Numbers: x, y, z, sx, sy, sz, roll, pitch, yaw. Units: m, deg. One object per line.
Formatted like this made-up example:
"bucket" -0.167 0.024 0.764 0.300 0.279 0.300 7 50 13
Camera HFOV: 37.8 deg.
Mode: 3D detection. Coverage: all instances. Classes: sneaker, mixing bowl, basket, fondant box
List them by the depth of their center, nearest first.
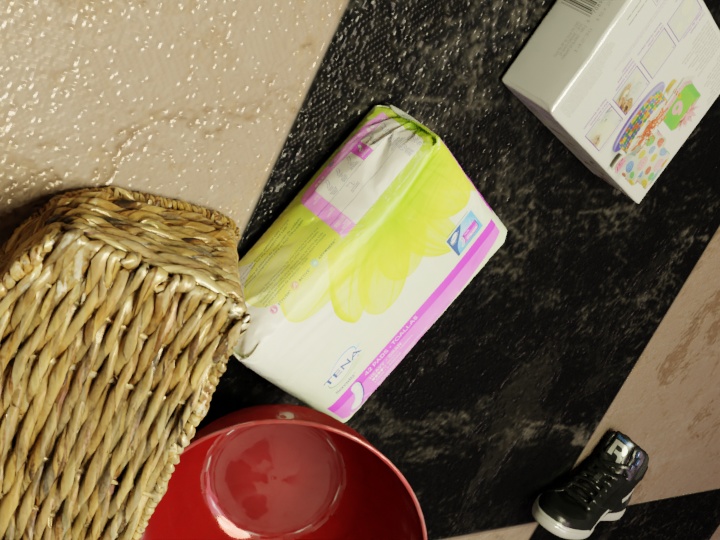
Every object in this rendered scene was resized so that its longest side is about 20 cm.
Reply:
"basket" -0.167 0.051 0.616 0.142 0.149 0.201 23 107 -18
"mixing bowl" -0.059 0.169 0.732 0.198 0.108 0.202 -2 110 -5
"fondant box" 0.212 -0.156 0.832 0.145 0.058 0.200 -54 142 6
"sneaker" 0.275 0.242 1.237 0.199 0.073 0.112 2 117 -56

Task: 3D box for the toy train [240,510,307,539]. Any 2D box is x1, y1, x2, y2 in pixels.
"toy train" -0.070 0.255 0.877 0.114 0.085 0.200 -37 139 -5

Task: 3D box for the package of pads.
"package of pads" 0.000 0.000 0.738 0.200 0.068 0.154 -50 144 -2
